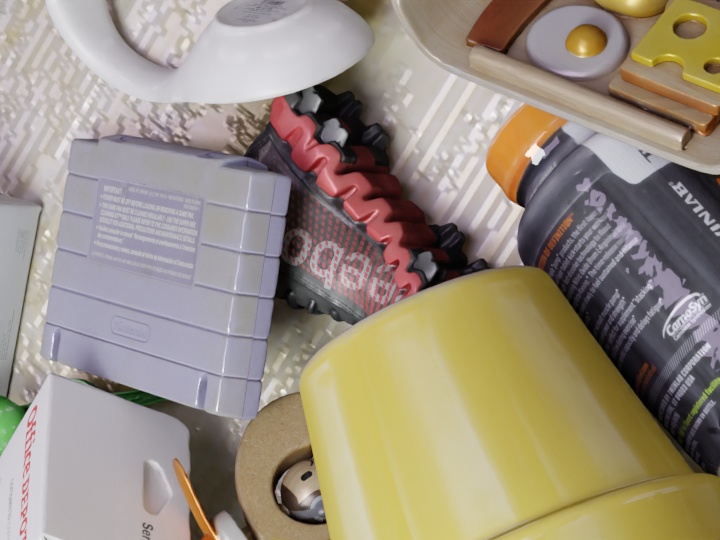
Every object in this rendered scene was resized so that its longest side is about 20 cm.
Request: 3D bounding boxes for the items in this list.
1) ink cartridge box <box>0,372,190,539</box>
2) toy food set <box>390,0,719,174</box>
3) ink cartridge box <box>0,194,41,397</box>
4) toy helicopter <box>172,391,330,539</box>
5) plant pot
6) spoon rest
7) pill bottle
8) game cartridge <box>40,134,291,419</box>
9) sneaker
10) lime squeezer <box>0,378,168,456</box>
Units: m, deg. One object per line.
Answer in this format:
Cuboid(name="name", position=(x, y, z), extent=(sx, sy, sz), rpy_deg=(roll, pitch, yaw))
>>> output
Cuboid(name="ink cartridge box", position=(-0.169, 0.176, 1.504), extent=(0.200, 0.084, 0.145), rpy_deg=(-57, 21, 27))
Cuboid(name="toy food set", position=(0.136, -0.136, 1.375), extent=(0.200, 0.060, 0.144), rpy_deg=(24, 58, 29))
Cuboid(name="ink cartridge box", position=(-0.271, 0.049, 1.572), extent=(0.084, 0.175, 0.201), rpy_deg=(13, 94, 29))
Cuboid(name="toy helicopter", position=(-0.021, 0.150, 1.428), extent=(0.132, 0.079, 0.200), rpy_deg=(-5, 60, -4))
Cuboid(name="plant pot", position=(0.066, 0.109, 1.333), extent=(0.201, 0.201, 0.189), rpy_deg=(-31, 72, 24))
Cuboid(name="spoon rest", position=(-0.079, -0.117, 1.531), extent=(0.200, 0.099, 0.061), rpy_deg=(13, 126, 40))
Cuboid(name="pill bottle", position=(0.146, -0.002, 1.383), extent=(0.106, 0.106, 0.200), rpy_deg=(-48, 68, 19))
Cuboid(name="game cartridge", position=(-0.103, -0.001, 1.517), extent=(0.200, 0.038, 0.130), rpy_deg=(14, 92, 57))
Cuboid(name="sneaker", position=(0.000, 0.000, 1.484), extent=(0.098, 0.071, 0.201), rpy_deg=(-45, 67, 20))
Cuboid(name="lime squeezer", position=(-0.175, 0.084, 1.564), extent=(0.199, 0.071, 0.038), rpy_deg=(-10, 103, -12))
